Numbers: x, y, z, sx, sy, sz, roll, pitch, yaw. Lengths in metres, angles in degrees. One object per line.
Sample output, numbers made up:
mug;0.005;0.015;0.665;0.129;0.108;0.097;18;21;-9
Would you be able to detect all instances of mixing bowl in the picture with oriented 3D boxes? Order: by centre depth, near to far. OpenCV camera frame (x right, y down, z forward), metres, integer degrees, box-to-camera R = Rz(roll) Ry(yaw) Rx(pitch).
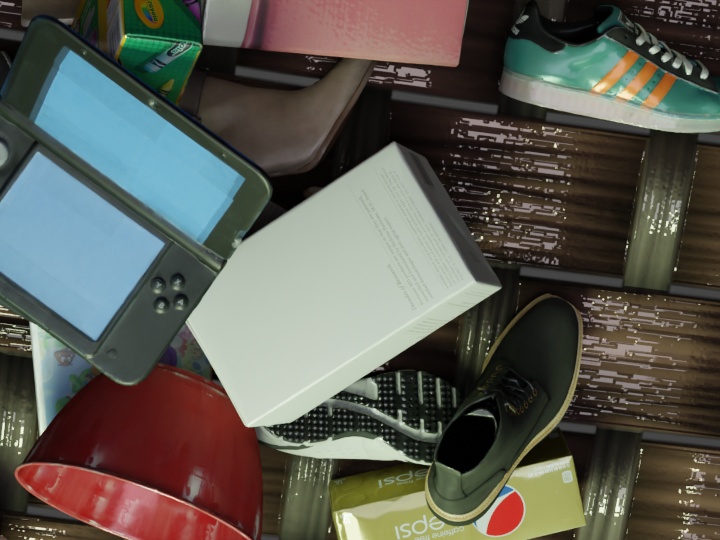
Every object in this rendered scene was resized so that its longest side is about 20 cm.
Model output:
mixing bowl;-0.152;0.139;1.539;0.198;0.200;0.109;23;69;-10

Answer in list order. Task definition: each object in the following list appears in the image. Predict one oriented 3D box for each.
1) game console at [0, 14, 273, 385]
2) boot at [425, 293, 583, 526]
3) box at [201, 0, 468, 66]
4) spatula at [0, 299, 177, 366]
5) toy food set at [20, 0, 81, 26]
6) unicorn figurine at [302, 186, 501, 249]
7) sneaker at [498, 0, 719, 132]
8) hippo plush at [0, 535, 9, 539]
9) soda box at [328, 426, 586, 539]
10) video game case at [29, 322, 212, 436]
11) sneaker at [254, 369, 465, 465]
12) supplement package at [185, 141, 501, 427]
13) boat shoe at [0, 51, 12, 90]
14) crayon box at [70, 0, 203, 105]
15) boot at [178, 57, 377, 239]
game console;-0.186;-0.043;1.375;0.199;0.118;0.171;36;84;-2
boot;0.117;0.094;1.540;0.077;0.139;0.201;24;73;11
box;-0.031;-0.217;1.460;0.198;0.128;0.110;3;105;-18
spatula;-0.217;0.043;1.531;0.056;0.021;0.199;-36;140;20
toy food set;-0.189;-0.285;1.488;0.142;0.060;0.202;-4;106;-3
unicorn figurine;0.000;0.000;1.580;0.137;0.074;0.201;31;117;-12
sneaker;0.209;-0.158;1.544;0.198;0.071;0.081;9;109;-5
hippo plush;-0.330;0.280;1.575;0.158;0.200;0.163;3;98;-27
soda box;0.077;0.188;1.631;0.198;0.068;0.065;-14;107;0
video game case;-0.191;0.055;1.602;0.141;0.017;0.202;-4;106;-3
sneaker;-0.002;0.117;1.614;0.198;0.080;0.075;10;73;-21
supplement package;-0.016;0.013;1.478;0.199;0.121;0.120;-33;81;9
boat shoe;-0.234;-0.079;1.535;0.060;0.072;0.203;-25;95;-13
crayon box;-0.167;-0.154;1.440;0.058;0.120;0.200;6;148;-19
boot;-0.092;-0.116;1.542;0.145;0.070;0.201;30;89;1
